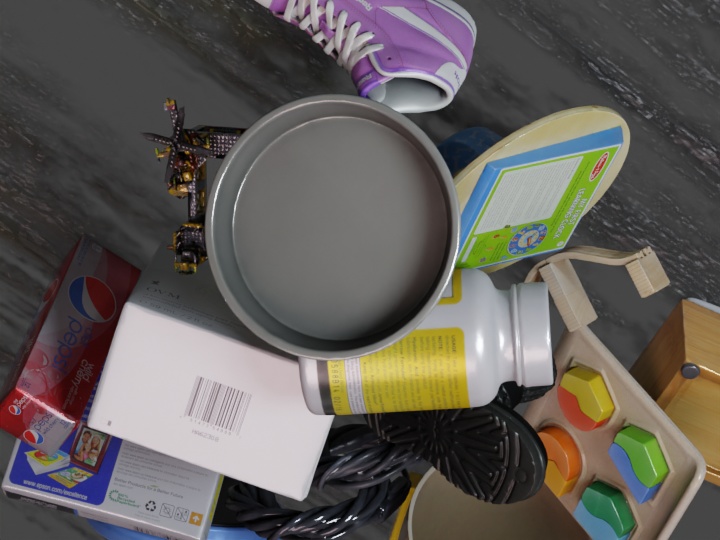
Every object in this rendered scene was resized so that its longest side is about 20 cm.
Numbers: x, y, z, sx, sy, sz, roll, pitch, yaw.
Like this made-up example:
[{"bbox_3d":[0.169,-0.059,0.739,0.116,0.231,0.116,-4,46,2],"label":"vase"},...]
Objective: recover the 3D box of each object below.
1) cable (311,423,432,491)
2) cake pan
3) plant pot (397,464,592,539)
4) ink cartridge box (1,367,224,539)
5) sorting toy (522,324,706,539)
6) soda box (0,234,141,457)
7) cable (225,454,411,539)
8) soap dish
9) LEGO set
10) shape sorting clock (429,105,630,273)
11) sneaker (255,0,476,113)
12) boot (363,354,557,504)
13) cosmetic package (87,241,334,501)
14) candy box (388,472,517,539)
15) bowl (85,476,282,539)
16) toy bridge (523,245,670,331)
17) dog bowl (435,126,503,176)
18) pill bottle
[{"bbox_3d":[0.006,0.159,1.796,0.162,0.200,0.051,-1,99,30],"label":"cable"},{"bbox_3d":[-0.019,-0.032,1.483,0.198,0.037,0.203,0,88,11],"label":"cake pan"},{"bbox_3d":[0.102,0.302,1.873,0.186,0.188,0.200,22,142,-5],"label":"plant pot"},{"bbox_3d":[-0.215,0.140,1.835,0.196,0.202,0.047,14,157,4],"label":"ink cartridge box"},{"bbox_3d":[0.213,0.165,1.736,0.036,0.201,0.186,-17,146,-31],"label":"sorting toy"},{"bbox_3d":[-0.266,0.065,1.758,0.070,0.201,0.063,32,132,-16],"label":"soda box"},{"bbox_3d":[-0.047,0.208,1.842,0.162,0.200,0.051,9,106,20],"label":"cable"},{"bbox_3d":[0.337,0.124,1.719,0.198,0.082,0.158,23,135,-5],"label":"soap dish"},{"bbox_3d":[-0.089,-0.056,1.621,0.198,0.116,0.155,12,107,14],"label":"LEGO set"},{"bbox_3d":[0.131,-0.062,1.562,0.198,0.039,0.201,-22,151,-13],"label":"shape sorting clock"},{"bbox_3d":[-0.010,-0.187,1.505,0.199,0.115,0.073,19,137,0],"label":"sneaker"},{"bbox_3d":[0.120,0.117,1.651,0.210,0.157,0.080,29,121,43],"label":"boot"},{"bbox_3d":[-0.115,0.083,1.714,0.198,0.200,0.124,19,105,-3],"label":"cosmetic package"},{"bbox_3d":[0.132,0.269,1.958,0.198,0.027,0.103,16,131,1],"label":"candy box"},{"bbox_3d":[-0.170,0.238,1.916,0.199,0.201,0.040,12,99,5],"label":"bowl"},{"bbox_3d":[0.179,0.018,1.683,0.199,0.027,0.068,-29,87,49],"label":"toy bridge"},{"bbox_3d":[0.071,-0.036,1.621,0.050,0.111,0.201,49,128,29],"label":"dog bowl"},{"bbox_3d":[0.053,0.056,1.548,0.198,0.112,0.112,-3,133,6],"label":"pill bottle"}]
